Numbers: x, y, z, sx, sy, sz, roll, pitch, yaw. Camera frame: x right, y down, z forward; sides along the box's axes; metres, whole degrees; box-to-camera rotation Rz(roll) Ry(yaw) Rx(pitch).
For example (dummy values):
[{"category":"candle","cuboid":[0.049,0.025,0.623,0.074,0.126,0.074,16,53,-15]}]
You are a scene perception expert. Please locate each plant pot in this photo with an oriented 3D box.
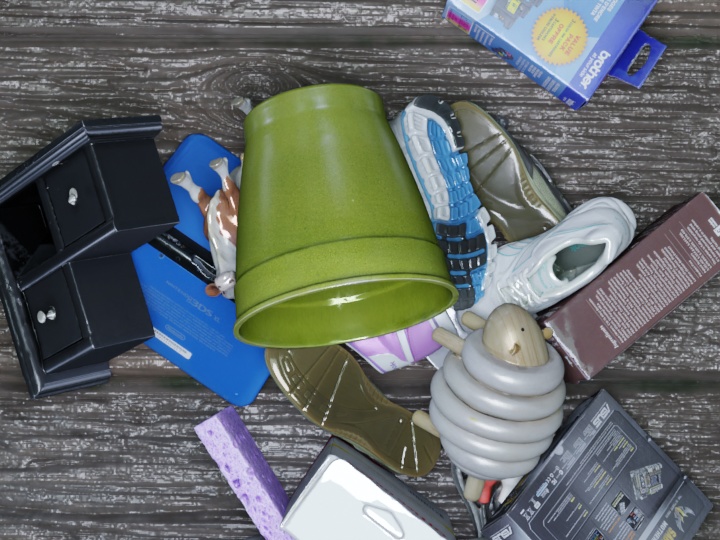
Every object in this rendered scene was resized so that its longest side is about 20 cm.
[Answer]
[{"category":"plant pot","cuboid":[-0.028,-0.053,1.381,0.198,0.201,0.195,-10,75,0]}]

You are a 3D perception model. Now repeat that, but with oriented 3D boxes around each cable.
[{"category":"cable","cuboid":[0.127,0.245,1.510,0.096,0.050,0.203,10,88,-11]}]

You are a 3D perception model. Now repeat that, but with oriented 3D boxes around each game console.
[{"category":"game console","cuboid":[-0.139,0.000,1.536,0.199,0.118,0.171,34,120,1]}]

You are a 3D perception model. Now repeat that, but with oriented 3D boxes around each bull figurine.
[{"category":"bull figurine","cuboid":[-0.109,-0.068,1.466,0.064,0.201,0.122,-3,130,32]}]

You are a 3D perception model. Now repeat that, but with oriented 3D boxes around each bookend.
[{"category":"bookend","cuboid":[-0.245,-0.010,1.436,0.198,0.092,0.202,-25,80,43]}]

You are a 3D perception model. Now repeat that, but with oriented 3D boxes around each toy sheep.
[{"category":"toy sheep","cuboid":[0.122,0.122,1.437,0.136,0.138,0.202,10,118,1]}]

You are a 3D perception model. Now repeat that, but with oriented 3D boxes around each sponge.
[{"category":"sponge","cuboid":[-0.087,0.222,1.484,0.030,0.112,0.201,-31,89,1]}]

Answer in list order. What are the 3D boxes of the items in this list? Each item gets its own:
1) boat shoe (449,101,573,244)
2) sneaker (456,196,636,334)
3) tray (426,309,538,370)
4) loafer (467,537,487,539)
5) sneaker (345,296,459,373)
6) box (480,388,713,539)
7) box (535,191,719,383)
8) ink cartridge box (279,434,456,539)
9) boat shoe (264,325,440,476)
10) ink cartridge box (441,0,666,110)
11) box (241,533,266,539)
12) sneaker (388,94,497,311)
[{"category":"boat shoe","cuboid":[0.148,-0.079,1.513,0.072,0.066,0.201,-38,91,24]},{"category":"sneaker","cuboid":[0.163,0.003,1.456,0.200,0.080,0.071,-36,97,27]},{"category":"tray","cuboid":[0.104,0.049,1.531,0.107,0.022,0.200,-44,89,0]},{"category":"loafer","cuboid":[0.182,0.286,1.482,0.197,0.070,0.076,-6,102,-18]},{"category":"sneaker","cuboid":[0.000,0.000,1.489,0.113,0.073,0.202,-27,84,5]},{"category":"box","cuboid":[0.223,0.230,1.458,0.159,0.048,0.200,46,49,-1]},{"category":"box","cuboid":[0.257,0.018,1.482,0.199,0.100,0.075,-40,89,-9]},{"category":"ink cartridge box","cuboid":[0.008,0.231,1.439,0.145,0.200,0.084,37,90,1]},{"category":"boat shoe","cuboid":[-0.013,0.125,1.486,0.200,0.063,0.074,35,76,-15]},{"category":"ink cartridge box","cuboid":[0.197,-0.251,1.511,0.199,0.076,0.137,35,89,-1]},{"category":"box","cuboid":[-0.160,0.336,1.439,0.198,0.198,0.125,-20,87,0]},{"category":"sneaker","cuboid":[0.067,-0.058,1.481,0.074,0.086,0.203,-8,82,-38]}]
